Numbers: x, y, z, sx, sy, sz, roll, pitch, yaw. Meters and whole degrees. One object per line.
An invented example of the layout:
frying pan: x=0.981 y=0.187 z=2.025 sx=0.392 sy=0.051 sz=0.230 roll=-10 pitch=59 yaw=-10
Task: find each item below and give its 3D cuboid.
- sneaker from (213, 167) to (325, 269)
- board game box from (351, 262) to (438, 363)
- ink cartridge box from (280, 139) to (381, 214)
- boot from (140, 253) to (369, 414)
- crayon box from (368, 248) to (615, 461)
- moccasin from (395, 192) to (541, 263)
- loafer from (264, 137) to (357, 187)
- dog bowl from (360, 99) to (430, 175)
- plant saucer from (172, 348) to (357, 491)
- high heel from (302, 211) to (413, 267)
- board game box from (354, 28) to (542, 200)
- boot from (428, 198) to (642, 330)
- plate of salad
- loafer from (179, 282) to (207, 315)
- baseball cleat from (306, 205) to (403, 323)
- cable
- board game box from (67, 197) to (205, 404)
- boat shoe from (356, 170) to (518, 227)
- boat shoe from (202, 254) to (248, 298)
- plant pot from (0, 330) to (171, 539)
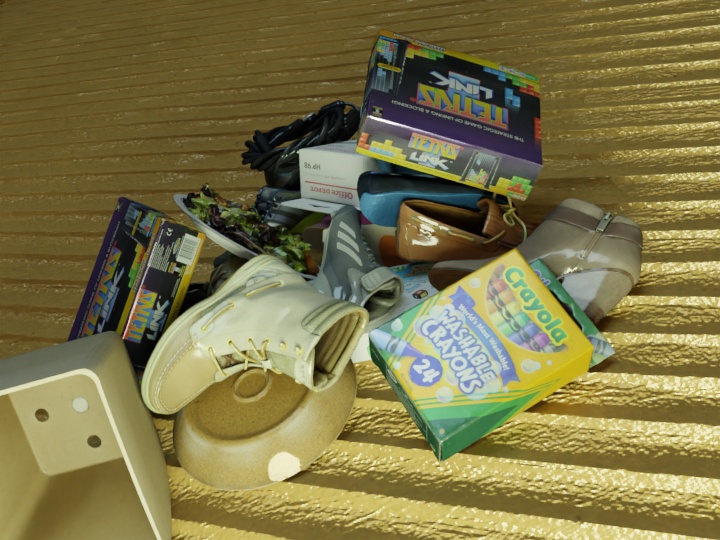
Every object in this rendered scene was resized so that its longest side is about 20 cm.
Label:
sneaker: x=-0.120 y=-0.062 z=1.369 sx=0.073 sy=0.082 sz=0.200 roll=8 pitch=39 yaw=39
board game box: x=0.007 y=0.048 z=1.159 sx=0.197 sy=0.035 sz=0.127 roll=-12 pitch=30 yaw=12
ink cartridge box: x=0.003 y=-0.124 z=1.350 sx=0.115 sy=0.068 sz=0.199 roll=12 pitch=20 yaw=41
boot: x=-0.101 y=0.081 z=1.021 sx=0.154 sy=0.073 sz=0.200 roll=26 pitch=62 yaw=39
crayon box: x=0.122 y=0.067 z=0.981 sx=0.198 sy=0.052 sz=0.126 roll=-29 pitch=61 yaw=-13
moccasin: x=0.138 y=-0.046 z=1.163 sx=0.198 sy=0.079 sz=0.074 roll=8 pitch=30 yaw=-1
loafer: x=-0.039 y=-0.153 z=1.482 sx=0.198 sy=0.064 sz=0.072 roll=-21 pitch=11 yaw=-2
dog bowl: x=0.068 y=-0.143 z=1.291 sx=0.111 sy=0.202 sz=0.049 roll=-38 pitch=18 yaw=-36
plant saucer: x=-0.101 y=0.123 z=1.056 sx=0.197 sy=0.036 sz=0.202 roll=-13 pitch=41 yaw=12
high heel: x=0.032 y=-0.039 z=1.278 sx=0.198 sy=0.068 sz=0.096 roll=5 pitch=21 yaw=37
board game box: x=0.100 y=-0.175 z=1.180 sx=0.197 sy=0.057 sz=0.167 roll=15 pitch=44 yaw=-8
boot: x=0.187 y=-0.014 z=1.098 sx=0.198 sy=0.071 sz=0.147 roll=20 pitch=60 yaw=20
plate of salad: x=-0.122 y=-0.047 z=1.225 sx=0.048 sy=0.198 sz=0.200 roll=-61 pitch=32 yaw=9
loafer: x=-0.188 y=0.062 z=1.209 sx=0.072 sy=0.072 sz=0.201 roll=-18 pitch=30 yaw=0
baseball cleat: x=0.000 y=0.000 z=1.156 sx=0.105 sy=0.070 sz=0.201 roll=2 pitch=40 yaw=11
cable: x=-0.089 y=-0.183 z=1.450 sx=0.161 sy=0.051 sz=0.200 roll=-8 pitch=23 yaw=21
board game box: x=-0.250 y=0.033 z=1.157 sx=0.165 sy=0.056 sz=0.203 roll=20 pitch=91 yaw=58
boat shoe: x=0.090 y=-0.087 z=1.214 sx=0.198 sy=0.085 sz=0.069 roll=12 pitch=36 yaw=-28
boat shoe: x=-0.143 y=0.027 z=1.196 sx=0.075 sy=0.068 sz=0.200 roll=-43 pitch=6 yaw=16
plant pot: x=-0.283 y=0.163 z=0.987 sx=0.197 sy=0.202 sz=0.177 roll=-15 pitch=20 yaw=6
